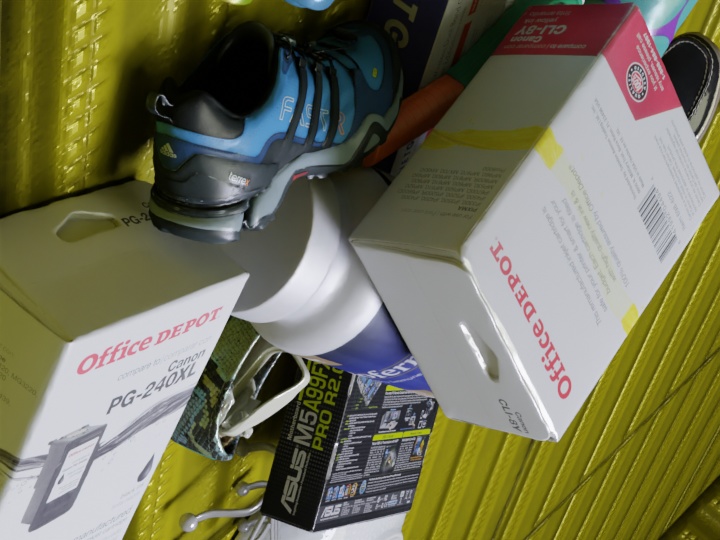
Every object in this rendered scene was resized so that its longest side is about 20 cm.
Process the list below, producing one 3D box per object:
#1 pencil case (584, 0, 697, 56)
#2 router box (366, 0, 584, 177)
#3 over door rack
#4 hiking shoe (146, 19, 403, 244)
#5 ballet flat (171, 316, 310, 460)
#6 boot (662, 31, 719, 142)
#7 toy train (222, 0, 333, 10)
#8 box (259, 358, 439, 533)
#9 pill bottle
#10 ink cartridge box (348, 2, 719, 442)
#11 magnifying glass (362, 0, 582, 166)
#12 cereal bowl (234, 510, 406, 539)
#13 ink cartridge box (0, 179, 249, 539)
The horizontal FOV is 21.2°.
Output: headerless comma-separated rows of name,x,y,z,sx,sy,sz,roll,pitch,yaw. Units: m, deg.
pencil case,0.207,-0.211,1.304,0.092,0.085,0.201,14,118,-38
router box,0.076,-0.167,1.141,0.179,0.049,0.201,-35,155,-40
over door rack,-0.104,0.238,1.378,0.148,0.066,0.201,94,10,-59
hiking shoe,-0.036,-0.092,0.989,0.200,0.074,0.087,-46,144,-46
ballet flat,-0.046,0.035,1.204,0.201,0.074,0.074,-53,161,3
boot,0.203,-0.102,1.523,0.200,0.073,0.150,-52,162,20
toy train,-0.040,-0.165,0.850,0.116,0.085,0.200,-46,166,30
box,0.005,0.100,1.392,0.200,0.044,0.162,5,100,-68
pill bottle,0.000,0.000,1.106,0.199,0.116,0.116,21,109,-48
ink cartridge box,0.100,-0.030,1.064,0.200,0.083,0.146,-52,130,-29
magnifying glass,0.064,-0.111,1.113,0.200,0.022,0.080,-37,156,-40
cereal bowl,-0.027,0.227,1.575,0.200,0.083,0.201,-43,159,-20
ink cartridge box,-0.160,0.068,0.978,0.145,0.083,0.201,-23,147,-54
